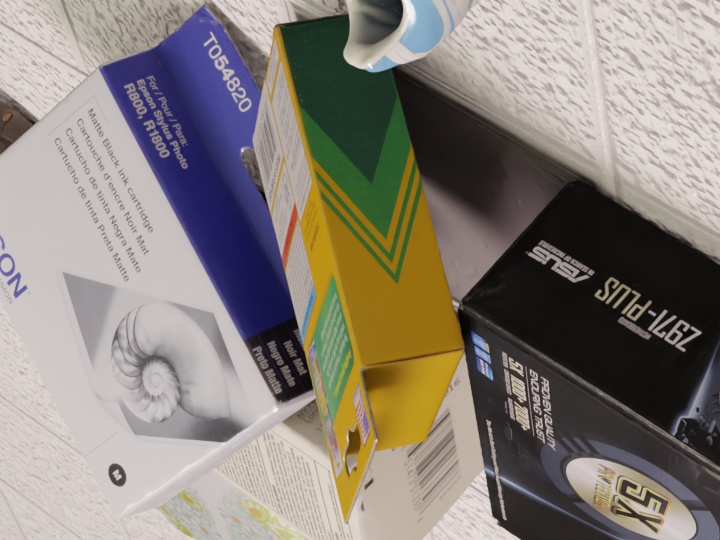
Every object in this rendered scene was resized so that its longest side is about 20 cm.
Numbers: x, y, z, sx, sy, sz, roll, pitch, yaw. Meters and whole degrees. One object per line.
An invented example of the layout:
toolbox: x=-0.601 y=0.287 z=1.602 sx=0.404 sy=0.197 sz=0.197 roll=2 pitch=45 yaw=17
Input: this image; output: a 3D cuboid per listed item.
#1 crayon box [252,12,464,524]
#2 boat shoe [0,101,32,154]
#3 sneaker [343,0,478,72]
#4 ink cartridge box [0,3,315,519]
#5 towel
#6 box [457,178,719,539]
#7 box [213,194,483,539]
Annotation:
crayon box: x=0.000 y=0.000 z=1.256 sx=0.126 sy=0.051 sz=0.201 roll=108 pitch=151 yaw=-67
boat shoe: x=-0.176 y=-0.021 z=1.671 sx=0.200 sy=0.074 sz=0.073 roll=49 pitch=170 yaw=13
sneaker: x=-0.017 y=-0.166 z=1.093 sx=0.072 sy=0.072 sz=0.201 roll=16 pitch=144 yaw=54
ink cartridge box: x=-0.101 y=-0.001 z=1.393 sx=0.200 sy=0.041 sz=0.200 roll=-37 pitch=79 yaw=38
towel: x=-0.107 y=0.122 z=1.831 sx=0.200 sy=0.048 sz=0.171 roll=10 pitch=144 yaw=55
box: x=0.139 y=0.080 z=1.244 sx=0.163 sy=0.086 sz=0.200 roll=33 pitch=156 yaw=26
box: x=-0.038 y=0.054 z=1.485 sx=0.200 sy=0.109 sz=0.128 roll=34 pitch=156 yaw=27
